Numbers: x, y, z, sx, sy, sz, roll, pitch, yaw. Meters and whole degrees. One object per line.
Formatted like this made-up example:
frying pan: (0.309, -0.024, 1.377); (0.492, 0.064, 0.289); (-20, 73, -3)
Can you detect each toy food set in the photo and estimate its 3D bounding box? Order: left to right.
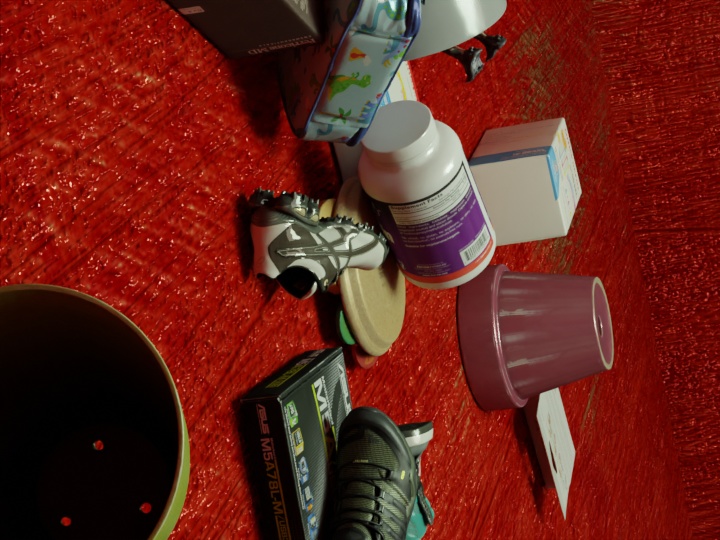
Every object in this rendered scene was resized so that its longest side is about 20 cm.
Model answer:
toy food set: (0.000, 0.000, 1.781); (0.200, 0.049, 0.198); (-61, 139, -62)

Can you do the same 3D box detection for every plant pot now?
plant pot: (-0.181, 0.122, 1.017); (0.200, 0.187, 0.187); (72, 14, -75)
plant pot: (0.244, 0.083, 2.276); (0.200, 0.179, 0.200); (-9, 90, -72)

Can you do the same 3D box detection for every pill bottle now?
pill bottle: (0.066, -0.081, 1.758); (0.200, 0.112, 0.113); (65, 25, -42)

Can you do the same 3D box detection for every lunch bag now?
lunch bag: (-0.015, -0.235, 1.610); (0.161, 0.082, 0.200); (-108, -148, -41)

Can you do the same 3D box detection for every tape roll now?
tape roll: (0.056, -0.296, 1.836); (0.200, 0.200, 0.066); (-68, 144, -57)

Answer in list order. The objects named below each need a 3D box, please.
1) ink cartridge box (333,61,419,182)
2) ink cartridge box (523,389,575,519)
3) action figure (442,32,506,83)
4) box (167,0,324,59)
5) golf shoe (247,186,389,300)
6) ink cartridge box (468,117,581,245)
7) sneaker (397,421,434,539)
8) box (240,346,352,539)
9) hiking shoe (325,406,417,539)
ink cartridge box: (0.022, -0.180, 1.895); (0.200, 0.067, 0.116); (-62, 140, -62)
ink cartridge box: (0.278, 0.249, 2.524); (0.174, 0.043, 0.200); (-68, 146, -56)
action figure: (0.079, -0.318, 2.078); (0.200, 0.102, 0.119); (42, 58, -2)
box: (-0.112, -0.260, 1.476); (0.200, 0.100, 0.075); (34, 51, -65)
golf shoe: (-0.046, -0.013, 1.609); (0.200, 0.078, 0.095); (20, 74, -52)
ink cartridge box: (0.244, -0.136, 2.456); (0.200, 0.125, 0.129); (-58, 137, -62)
sneaker: (0.034, 0.217, 1.684); (0.200, 0.083, 0.121); (120, -37, -81)
box: (-0.046, 0.189, 1.562); (0.193, 0.047, 0.200); (-29, 111, -69)
hiking shoe: (0.009, 0.225, 1.523); (0.101, 0.076, 0.200); (0, 84, -76)
